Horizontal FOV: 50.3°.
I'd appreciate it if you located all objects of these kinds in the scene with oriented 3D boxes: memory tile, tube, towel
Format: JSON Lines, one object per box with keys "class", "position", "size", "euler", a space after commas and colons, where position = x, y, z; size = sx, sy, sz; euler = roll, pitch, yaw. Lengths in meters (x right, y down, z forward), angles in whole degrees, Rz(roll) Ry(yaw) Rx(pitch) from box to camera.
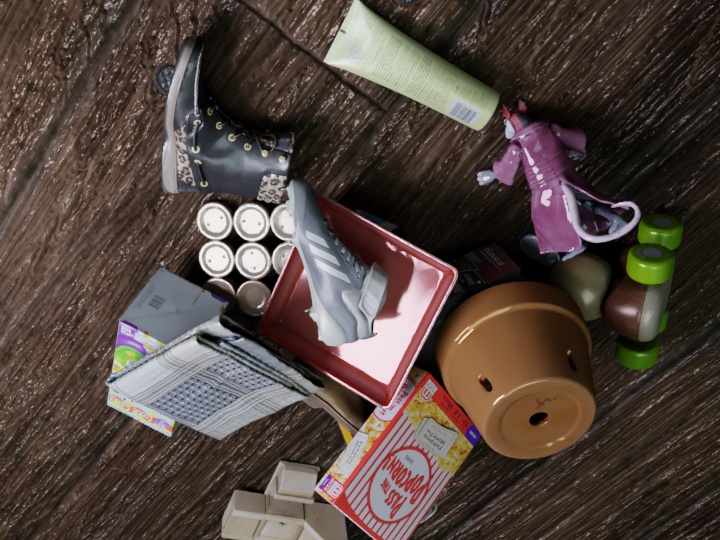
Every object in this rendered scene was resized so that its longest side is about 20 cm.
{"class": "memory tile", "position": [-0.113, -0.014, 0.988], "size": [0.198, 0.017, 0.154], "euler": [1, 105, 9]}
{"class": "tube", "position": [0.064, -0.228, 0.876], "size": [0.199, 0.058, 0.052], "euler": [24, 163, -15]}
{"class": "towel", "position": [-0.173, 0.141, 0.932], "size": [0.199, 0.035, 0.192], "euler": [-29, 132, 26]}

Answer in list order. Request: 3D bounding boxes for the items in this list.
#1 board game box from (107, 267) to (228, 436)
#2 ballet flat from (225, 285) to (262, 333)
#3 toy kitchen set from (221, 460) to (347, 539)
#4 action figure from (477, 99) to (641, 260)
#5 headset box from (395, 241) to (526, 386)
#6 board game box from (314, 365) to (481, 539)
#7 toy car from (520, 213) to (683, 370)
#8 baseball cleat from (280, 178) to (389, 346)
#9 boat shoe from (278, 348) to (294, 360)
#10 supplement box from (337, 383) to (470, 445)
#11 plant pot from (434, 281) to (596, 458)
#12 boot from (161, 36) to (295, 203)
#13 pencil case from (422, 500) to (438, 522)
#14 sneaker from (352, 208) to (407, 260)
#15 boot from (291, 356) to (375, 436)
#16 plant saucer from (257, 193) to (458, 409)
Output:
{"class": "board game box", "position": [-0.259, 0.113, 1.021], "size": [0.103, 0.105, 0.200], "euler": [27, 136, 0]}
{"class": "ballet flat", "position": [-0.115, 0.065, 1.055], "size": [0.198, 0.069, 0.071], "euler": [9, 147, 8]}
{"class": "toy kitchen set", "position": [-0.110, 0.438, 1.252], "size": [0.199, 0.181, 0.164], "euler": [14, 123, -18]}
{"class": "action figure", "position": [0.217, -0.110, 0.902], "size": [0.133, 0.149, 0.201], "euler": [-30, 90, 7]}
{"class": "headset box", "position": [0.136, 0.063, 1.036], "size": [0.199, 0.075, 0.149], "euler": [-22, 129, -11]}
{"class": "board game box", "position": [0.054, 0.246, 0.994], "size": [0.200, 0.046, 0.152], "euler": [-51, 126, -14]}
{"class": "toy car", "position": [0.311, 0.014, 1.031], "size": [0.199, 0.158, 0.165], "euler": [12, 126, 24]}
{"class": "baseball cleat", "position": [-0.023, -0.015, 0.894], "size": [0.106, 0.070, 0.201], "euler": [-12, 100, 7]}
{"class": "boat shoe", "position": [-0.107, 0.155, 1.122], "size": [0.199, 0.072, 0.060], "euler": [-30, 128, 22]}
{"class": "supplement box", "position": [0.066, 0.174, 1.118], "size": [0.199, 0.111, 0.086], "euler": [-13, 125, 6]}
{"class": "plant pot", "position": [0.201, 0.135, 0.947], "size": [0.198, 0.140, 0.201], "euler": [-3, 127, -5]}
{"class": "boot", "position": [-0.150, -0.163, 0.890], "size": [0.149, 0.073, 0.201], "euler": [10, 128, -9]}
{"class": "pencil case", "position": [0.054, 0.286, 1.143], "size": [0.077, 0.201, 0.090], "euler": [22, 118, -30]}
{"class": "sneaker", "position": [0.000, 0.000, 1.027], "size": [0.077, 0.076, 0.201], "euler": [37, 133, 17]}
{"class": "boot", "position": [-0.008, 0.172, 1.021], "size": [0.200, 0.074, 0.076], "euler": [37, 86, -14]}
{"class": "plant saucer", "position": [-0.004, 0.036, 0.941], "size": [0.199, 0.037, 0.201], "euler": [29, 109, 12]}
